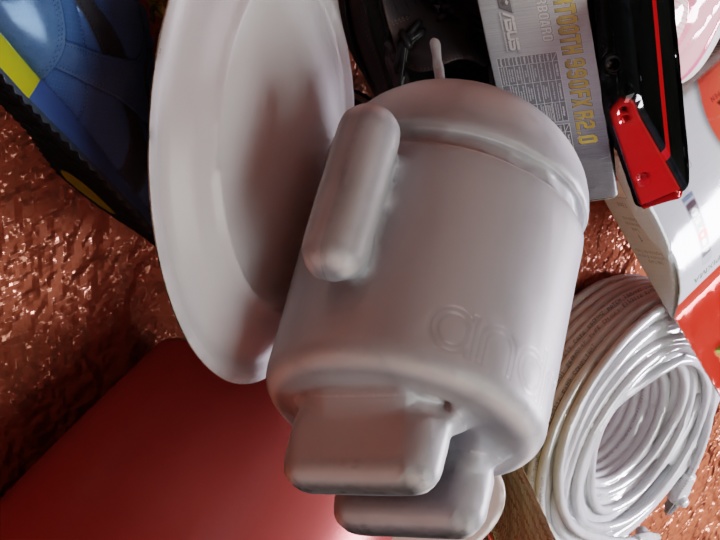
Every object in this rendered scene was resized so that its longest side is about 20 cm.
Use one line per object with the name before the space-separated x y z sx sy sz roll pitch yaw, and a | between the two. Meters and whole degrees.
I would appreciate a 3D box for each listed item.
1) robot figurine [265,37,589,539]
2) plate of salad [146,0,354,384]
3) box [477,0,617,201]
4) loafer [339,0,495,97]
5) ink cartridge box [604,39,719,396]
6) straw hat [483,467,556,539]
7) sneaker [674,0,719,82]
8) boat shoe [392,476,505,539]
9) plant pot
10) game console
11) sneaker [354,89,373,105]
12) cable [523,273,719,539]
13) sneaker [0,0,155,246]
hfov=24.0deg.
robot figurine | 0.030 0.006 0.685 0.170 0.113 0.201 50 46 -50
plate of salad | -0.049 -0.054 0.694 0.200 0.048 0.201 3 90 -71
box | 0.081 -0.155 0.774 0.200 0.048 0.159 72 16 -45
loafer | 0.041 -0.083 0.782 0.072 0.063 0.201 -14 99 -29
ink cartridge box | 0.243 -0.041 1.057 0.162 0.050 0.200 -41 109 -21
straw hat | 0.052 0.152 0.968 0.085 0.201 0.201 -24 138 -5
sneaker | 0.175 -0.188 0.914 0.104 0.075 0.201 -12 129 -51
boat shoe | -0.018 0.147 0.895 0.200 0.072 0.069 -28 171 3
plant pot | -0.083 0.142 0.777 0.178 0.200 0.201 -55 145 -19
game console | 0.122 -0.141 0.793 0.177 0.031 0.201 34 51 -67
sneaker | 0.000 0.000 0.851 0.115 0.076 0.201 -33 135 -27
cable | 0.167 0.096 1.128 0.200 0.069 0.201 1 114 -49
sneaker | -0.101 -0.076 0.685 0.079 0.066 0.200 -52 144 -13
